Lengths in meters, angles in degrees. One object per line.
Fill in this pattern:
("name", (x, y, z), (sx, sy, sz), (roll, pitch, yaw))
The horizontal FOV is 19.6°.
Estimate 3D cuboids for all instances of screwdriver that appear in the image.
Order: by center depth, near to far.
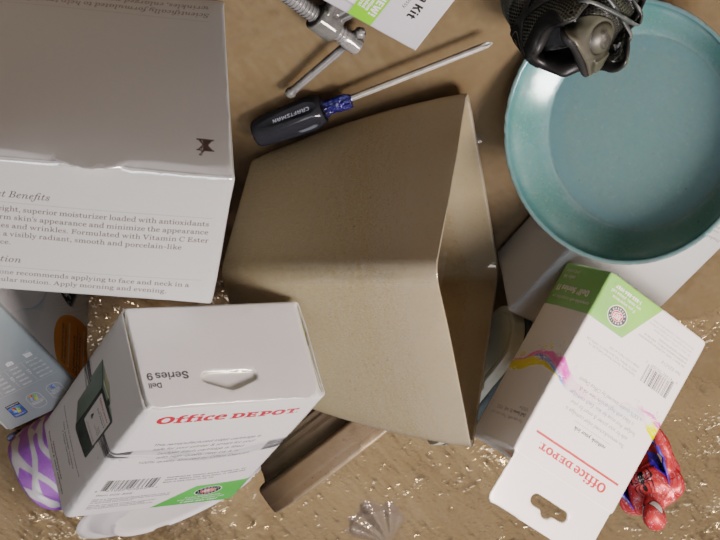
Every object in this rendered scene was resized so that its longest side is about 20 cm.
("screwdriver", (0.008, -0.135, 1.590), (0.200, 0.029, 0.028), (-17, 133, 16))

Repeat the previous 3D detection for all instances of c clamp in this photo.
("c clamp", (-0.053, -0.225, 1.504), (0.171, 0.027, 0.200), (-35, 126, 23))

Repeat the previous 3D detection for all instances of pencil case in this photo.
("pencil case", (-0.210, 0.133, 1.787), (0.200, 0.084, 0.085), (-31, 164, 24))

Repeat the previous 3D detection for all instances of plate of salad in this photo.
("plate of salad", (-0.160, 0.179, 1.820), (0.200, 0.048, 0.200), (-25, 164, -7))

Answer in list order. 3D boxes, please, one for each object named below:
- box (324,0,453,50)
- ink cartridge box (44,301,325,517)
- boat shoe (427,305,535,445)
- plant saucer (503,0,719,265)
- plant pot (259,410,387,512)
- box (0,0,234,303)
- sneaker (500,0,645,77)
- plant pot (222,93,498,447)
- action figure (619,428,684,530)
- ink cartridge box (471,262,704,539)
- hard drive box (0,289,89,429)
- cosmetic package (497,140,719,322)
("box", (0.002, -0.262, 1.450), (0.200, 0.041, 0.156), (26, 116, -29))
("ink cartridge box", (-0.134, 0.104, 1.558), (0.146, 0.084, 0.200), (-3, 153, -29))
("boat shoe", (0.113, 0.097, 1.777), (0.062, 0.073, 0.200), (9, 146, -20))
("plant saucer", (0.206, -0.105, 1.568), (0.200, 0.200, 0.036), (-35, 166, 24))
("plant pot", (-0.020, 0.107, 1.742), (0.201, 0.201, 0.093), (-40, 88, 27))
("box", (-0.197, -0.094, 1.494), (0.199, 0.200, 0.131), (5, 134, -10))
("sneaker", (0.193, -0.208, 1.490), (0.199, 0.114, 0.076), (-35, 129, 21))
("plant pot", (0.000, 0.000, 1.622), (0.177, 0.200, 0.200), (0, 135, 13))
("action figure", (0.220, 0.128, 1.745), (0.065, 0.200, 0.099), (-29, 129, 19))
("ink cartridge box", (0.169, 0.110, 1.630), (0.117, 0.067, 0.200), (35, 81, -28))
("hard drive box", (-0.296, -0.002, 1.599), (0.077, 0.156, 0.200), (-25, 131, 17))
("cosmetic package", (0.214, -0.034, 1.678), (0.113, 0.081, 0.200), (26, 126, -27))
